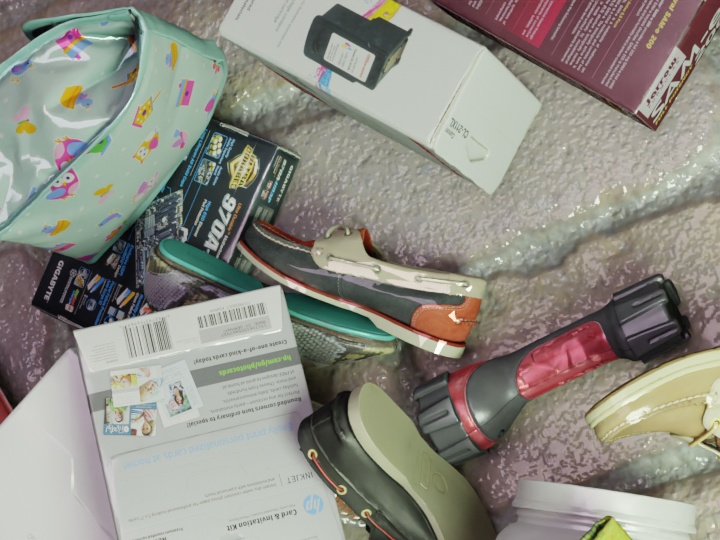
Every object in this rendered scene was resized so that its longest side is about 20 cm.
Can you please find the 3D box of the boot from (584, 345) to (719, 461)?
[{"bbox_3d":[0.256,0.128,1.217,0.199,0.072,0.155,-11,75,-22],"label":"boot"}]

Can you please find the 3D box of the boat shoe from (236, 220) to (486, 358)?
[{"bbox_3d":[0.000,0.000,1.395,0.199,0.071,0.063,24,102,21],"label":"boat shoe"}]

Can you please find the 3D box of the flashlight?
[{"bbox_3d":[0.137,0.072,1.325,0.199,0.068,0.068,-27,70,18],"label":"flashlight"}]

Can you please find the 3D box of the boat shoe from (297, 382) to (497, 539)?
[{"bbox_3d":[0.034,0.165,1.311,0.063,0.202,0.074,-27,25,27],"label":"boat shoe"}]

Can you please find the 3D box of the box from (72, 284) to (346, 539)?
[{"bbox_3d":[-0.107,0.124,1.316,0.155,0.041,0.201,-13,73,-8],"label":"box"}]

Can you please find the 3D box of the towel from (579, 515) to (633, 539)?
[{"bbox_3d":[0.172,0.268,1.158,0.144,0.023,0.200,-46,106,-19],"label":"towel"}]

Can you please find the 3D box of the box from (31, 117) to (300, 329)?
[{"bbox_3d":[-0.157,-0.031,1.487,0.158,0.046,0.201,22,89,26],"label":"box"}]

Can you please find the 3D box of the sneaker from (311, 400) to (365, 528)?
[{"bbox_3d":[-0.050,0.124,1.403,0.200,0.080,0.072,34,89,5],"label":"sneaker"}]

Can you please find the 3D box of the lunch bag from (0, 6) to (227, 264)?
[{"bbox_3d":[-0.201,-0.115,1.402,0.200,0.170,0.122,-44,73,10],"label":"lunch bag"}]

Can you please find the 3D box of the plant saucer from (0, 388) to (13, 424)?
[{"bbox_3d":[-0.350,0.175,1.539,0.199,0.037,0.200,-41,68,12],"label":"plant saucer"}]

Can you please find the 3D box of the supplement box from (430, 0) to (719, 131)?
[{"bbox_3d":[0.157,-0.199,1.371,0.200,0.061,0.109,34,95,26],"label":"supplement box"}]

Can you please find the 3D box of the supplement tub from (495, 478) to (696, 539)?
[{"bbox_3d":[0.152,0.248,1.242,0.144,0.145,0.201,6,82,25],"label":"supplement tub"}]

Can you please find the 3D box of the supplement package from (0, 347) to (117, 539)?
[{"bbox_3d":[-0.181,0.179,1.398,0.200,0.111,0.156,45,99,9],"label":"supplement package"}]

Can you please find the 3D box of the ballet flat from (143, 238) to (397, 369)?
[{"bbox_3d":[-0.073,0.040,1.408,0.199,0.072,0.072,21,89,-1],"label":"ballet flat"}]

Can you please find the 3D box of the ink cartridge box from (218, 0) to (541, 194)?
[{"bbox_3d":[0.018,-0.149,1.377,0.200,0.146,0.083,30,91,25],"label":"ink cartridge box"}]
